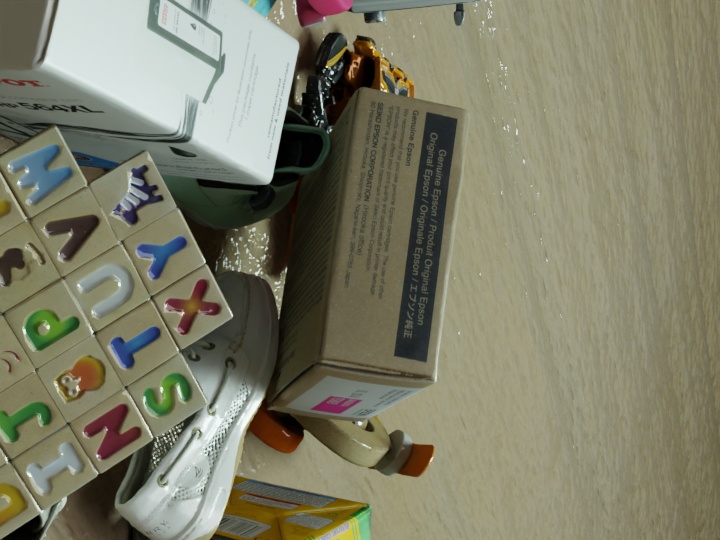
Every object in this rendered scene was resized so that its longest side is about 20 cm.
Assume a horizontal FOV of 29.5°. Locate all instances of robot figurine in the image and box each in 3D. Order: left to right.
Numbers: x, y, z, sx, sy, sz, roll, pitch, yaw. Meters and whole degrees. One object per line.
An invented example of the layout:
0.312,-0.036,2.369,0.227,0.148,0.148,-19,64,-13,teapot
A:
-0.004,-0.081,1.050,0.145,0.058,0.202,18,81,-65,robot figurine

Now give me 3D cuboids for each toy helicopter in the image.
-0.001,0.108,1.049,0.079,0.132,0.200,-55,174,9,toy helicopter

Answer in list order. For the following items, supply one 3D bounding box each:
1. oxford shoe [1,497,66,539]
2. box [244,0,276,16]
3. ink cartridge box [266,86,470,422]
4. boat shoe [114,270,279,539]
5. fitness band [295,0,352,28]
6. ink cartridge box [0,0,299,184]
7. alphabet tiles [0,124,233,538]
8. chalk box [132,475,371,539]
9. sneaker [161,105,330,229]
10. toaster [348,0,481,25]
-0.177,0.104,0.745,0.201,0.057,0.076,-59,144,-42,oxford shoe
-0.103,-0.237,0.818,0.083,0.049,0.201,-62,148,-36,box
0.000,0.000,0.854,0.200,0.074,0.167,136,-38,-73,ink cartridge box
-0.106,0.075,0.868,0.069,0.070,0.202,40,46,-35,boat shoe
-0.038,-0.244,0.877,0.201,0.037,0.145,-91,166,-55,fitness band
-0.142,-0.110,0.661,0.200,0.145,0.085,23,77,-62,ink cartridge box
-0.165,0.034,0.656,0.199,0.006,0.168,-32,116,-15,alphabet tiles
-0.075,0.257,0.918,0.123,0.123,0.203,-12,108,-62,chalk box
-0.061,-0.063,0.871,0.200,0.117,0.075,11,85,-65,sneaker
0.047,-0.283,1.002,0.114,0.128,0.203,-64,155,-77,toaster
